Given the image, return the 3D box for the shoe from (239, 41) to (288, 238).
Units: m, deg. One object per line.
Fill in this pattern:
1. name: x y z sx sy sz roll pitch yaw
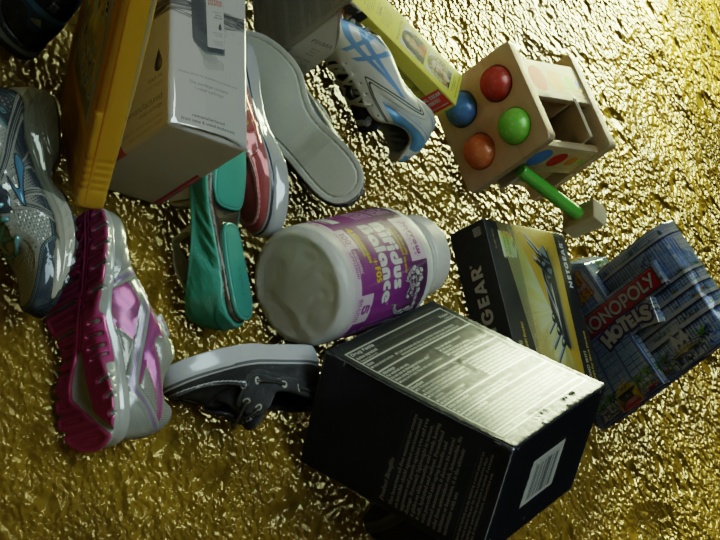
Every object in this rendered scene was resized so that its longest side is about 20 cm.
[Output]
1. shoe: -0.132 -0.125 1.499 0.090 0.071 0.202 0 70 -41

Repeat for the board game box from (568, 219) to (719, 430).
1. board game box: 0.302 0.043 1.860 0.061 0.200 0.201 -13 65 -54

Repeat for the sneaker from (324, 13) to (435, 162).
1. sneaker: 0.006 -0.193 1.698 0.200 0.072 0.073 47 66 -30

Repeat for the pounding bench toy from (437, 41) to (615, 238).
1. pounding bench toy: 0.193 -0.135 1.832 0.155 0.124 0.202 1 61 -50

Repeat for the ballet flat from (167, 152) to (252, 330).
1. ballet flat: -0.138 -0.046 1.430 0.067 0.070 0.202 23 62 -68

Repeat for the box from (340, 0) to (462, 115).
1. box: 0.018 -0.242 1.744 0.200 0.075 0.050 42 44 -30

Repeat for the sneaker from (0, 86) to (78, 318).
1. sneaker: -0.282 -0.054 1.278 0.086 0.078 0.202 4 59 -36

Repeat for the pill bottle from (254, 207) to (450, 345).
1. pill bottle: 0.000 0.000 1.545 0.199 0.112 0.113 -16 82 -53

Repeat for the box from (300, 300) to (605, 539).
1. box: 0.085 0.139 1.478 0.197 0.124 0.199 27 25 25

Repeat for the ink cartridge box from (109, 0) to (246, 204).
1. ink cartridge box: -0.168 -0.180 1.399 0.084 0.145 0.202 16 62 -36

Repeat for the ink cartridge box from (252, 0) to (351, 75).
1. ink cartridge box: -0.034 -0.301 1.605 0.050 0.199 0.163 15 59 -39

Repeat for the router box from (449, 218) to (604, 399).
1. router box: 0.185 0.051 1.793 0.156 0.052 0.202 7 64 -49

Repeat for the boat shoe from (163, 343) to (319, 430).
1. boat shoe: -0.099 0.105 1.405 0.199 0.070 0.067 3 66 -59

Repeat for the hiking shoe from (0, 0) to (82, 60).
1. hiking shoe: -0.256 -0.270 1.408 0.074 0.086 0.202 35 45 -33

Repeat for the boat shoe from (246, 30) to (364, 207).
1. boat shoe: -0.065 -0.146 1.593 0.200 0.074 0.060 50 -5 6

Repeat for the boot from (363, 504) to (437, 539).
1. boot: 0.094 0.292 1.538 0.164 0.065 0.202 -26 95 -52

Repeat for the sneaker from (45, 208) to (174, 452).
1. sneaker: -0.200 0.049 1.307 0.088 0.081 0.202 14 66 -51

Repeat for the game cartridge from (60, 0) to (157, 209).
1. game cartridge: -0.205 -0.177 1.299 0.032 0.202 0.177 10 27 -21
